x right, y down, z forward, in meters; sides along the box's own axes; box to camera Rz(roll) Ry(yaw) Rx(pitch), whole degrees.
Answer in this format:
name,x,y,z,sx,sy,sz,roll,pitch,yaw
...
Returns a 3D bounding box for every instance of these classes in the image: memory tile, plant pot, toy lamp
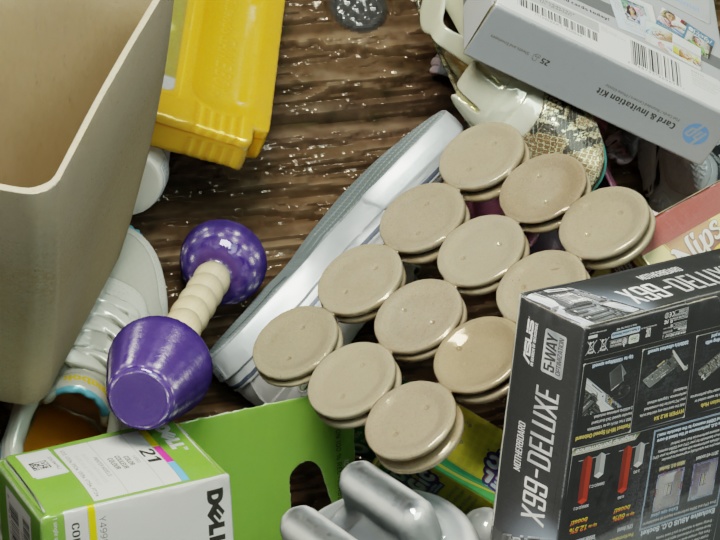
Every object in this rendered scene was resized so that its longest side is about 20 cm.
name,x,y,z,sx,sy,sz,roll,pitch,yaw
memory tile,0.049,0.011,1.390,0.200,0.017,0.153,-44,44,-15
plant pot,-0.213,-0.046,1.365,0.200,0.177,0.200,9,41,12
toy lamp,-0.094,0.030,1.414,0.058,0.058,0.200,31,24,-1

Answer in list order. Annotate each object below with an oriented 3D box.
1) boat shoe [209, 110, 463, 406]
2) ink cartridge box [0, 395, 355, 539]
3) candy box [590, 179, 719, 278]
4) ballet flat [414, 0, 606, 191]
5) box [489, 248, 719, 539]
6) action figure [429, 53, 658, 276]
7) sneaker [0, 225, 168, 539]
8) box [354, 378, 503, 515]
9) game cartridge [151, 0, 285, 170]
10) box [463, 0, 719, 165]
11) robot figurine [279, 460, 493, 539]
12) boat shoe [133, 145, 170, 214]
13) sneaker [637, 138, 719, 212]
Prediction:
name,x,y,z,sx,sy,sz,roll,pitch,yaw
boat shoe,0.000,0.000,1.502,0.067,0.074,0.200,43,89,-9
ink cartridge box,-0.079,0.155,1.371,0.200,0.076,0.148,-12,114,-22
candy box,0.172,0.020,1.483,0.115,0.200,0.055,-28,74,-26
ballet flat,0.072,-0.115,1.506,0.075,0.068,0.200,31,23,-41
box,0.160,0.075,1.348,0.200,0.158,0.050,-13,28,-38
action figure,0.113,-0.094,1.558,0.134,0.149,0.200,9,77,-7
sneaker,-0.147,0.058,1.438,0.076,0.081,0.200,16,61,-7
box,0.073,0.136,1.447,0.200,0.117,0.048,32,60,0
game cartridge,-0.144,-0.143,1.524,0.200,0.032,0.176,15,38,-9
box,0.134,-0.160,1.523,0.156,0.041,0.200,24,35,-16
robot figurine,0.021,0.194,1.376,0.170,0.200,0.113,-33,39,-20
boat shoe,-0.204,-0.090,1.501,0.200,0.072,0.069,10,39,-3
sneaker,0.248,-0.034,1.607,0.115,0.075,0.200,-14,76,-23
